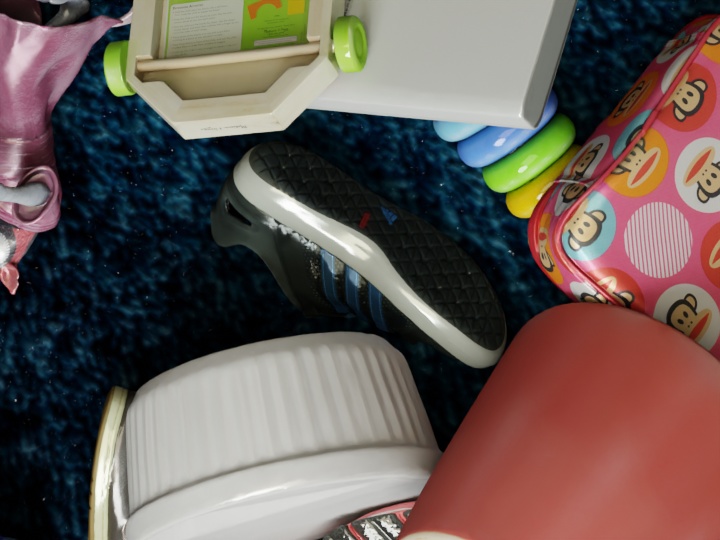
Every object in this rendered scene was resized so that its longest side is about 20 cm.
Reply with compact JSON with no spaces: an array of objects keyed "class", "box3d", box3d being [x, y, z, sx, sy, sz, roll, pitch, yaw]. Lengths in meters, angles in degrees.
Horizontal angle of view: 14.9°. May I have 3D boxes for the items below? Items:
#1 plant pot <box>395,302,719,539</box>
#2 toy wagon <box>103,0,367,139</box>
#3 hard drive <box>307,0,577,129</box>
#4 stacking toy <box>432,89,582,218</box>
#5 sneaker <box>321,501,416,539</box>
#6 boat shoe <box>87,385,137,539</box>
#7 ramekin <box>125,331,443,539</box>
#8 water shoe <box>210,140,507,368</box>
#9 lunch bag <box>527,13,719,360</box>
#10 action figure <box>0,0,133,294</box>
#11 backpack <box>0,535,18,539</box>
[{"class":"plant pot","box3d":[0.119,0.148,1.564,0.200,0.177,0.201,27,142,23]},{"class":"toy wagon","box3d":[-0.069,-0.175,1.624,0.154,0.040,0.201,-4,65,18]},{"class":"hard drive","box3d":[0.032,-0.153,1.603,0.199,0.026,0.133,8,73,34]},{"class":"stacking toy","box3d":[0.102,-0.065,1.657,0.085,0.085,0.201,-34,99,11]},{"class":"sneaker","box3d":[-0.007,0.192,1.694,0.200,0.087,0.074,-37,92,26]},{"class":"boat shoe","box3d":[-0.138,0.169,1.730,0.064,0.073,0.201,4,109,2]},{"class":"ramekin","box3d":[-0.049,0.104,1.643,0.201,0.202,0.095,-15,77,9]},{"class":"water shoe","box3d":[0.000,0.000,1.692,0.200,0.072,0.079,38,129,-1]},{"class":"lunch bag","box3d":[0.216,-0.035,1.613,0.176,0.082,0.200,42,81,-11]},{"class":"action figure","box3d":[-0.216,-0.086,1.697,0.134,0.148,0.201,22,123,43]},{"class":"backpack","box3d":[-0.263,0.214,1.696,0.146,0.183,0.202,5,92,-2]}]
